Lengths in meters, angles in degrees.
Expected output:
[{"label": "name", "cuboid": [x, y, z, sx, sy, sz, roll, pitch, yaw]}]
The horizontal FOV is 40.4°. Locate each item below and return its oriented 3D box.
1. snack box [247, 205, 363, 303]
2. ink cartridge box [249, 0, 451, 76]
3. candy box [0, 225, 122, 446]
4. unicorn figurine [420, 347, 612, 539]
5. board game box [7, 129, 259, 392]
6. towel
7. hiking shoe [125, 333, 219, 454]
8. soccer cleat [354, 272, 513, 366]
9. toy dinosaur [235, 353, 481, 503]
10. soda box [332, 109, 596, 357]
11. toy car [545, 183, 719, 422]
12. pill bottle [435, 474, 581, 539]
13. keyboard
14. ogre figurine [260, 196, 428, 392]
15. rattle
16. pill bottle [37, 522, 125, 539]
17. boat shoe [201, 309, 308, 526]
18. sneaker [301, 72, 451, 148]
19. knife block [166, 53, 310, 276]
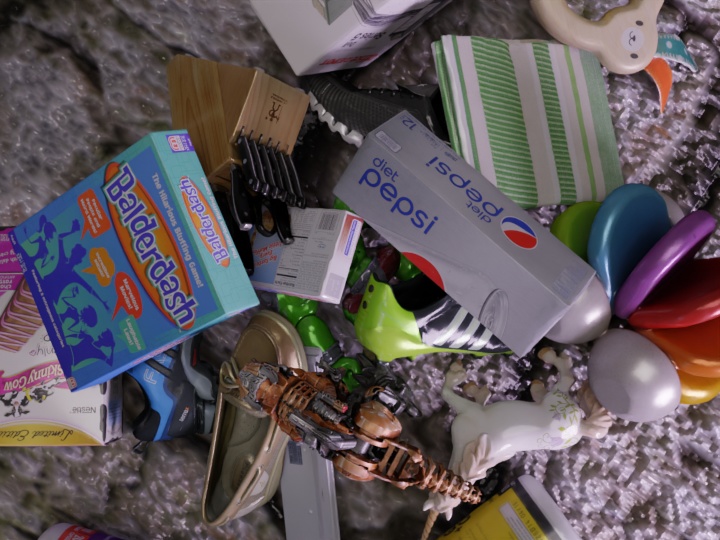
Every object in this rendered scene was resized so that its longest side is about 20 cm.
[{"label": "snack box", "cuboid": [-0.076, -0.019, 0.840, 0.024, 0.200, 0.072, 21, 82, -38]}, {"label": "ink cartridge box", "cuboid": [0.027, -0.256, 0.825, 0.200, 0.145, 0.084, -33, 88, 30]}, {"label": "candy box", "cuboid": [-0.293, 0.060, 0.905, 0.136, 0.061, 0.201, -1, 87, 3]}, {"label": "unicorn figurine", "cuboid": [0.120, 0.136, 0.842, 0.199, 0.138, 0.074, -23, 123, 14]}, {"label": "board game box", "cuboid": [-0.192, -0.003, 0.803, 0.200, 0.045, 0.153, -27, 85, 33]}, {"label": "towel", "cuboid": [0.150, -0.129, 0.850, 0.200, 0.023, 0.153, -8, 86, -39]}, {"label": "hiking shoe", "cuboid": [-0.186, 0.058, 0.883, 0.086, 0.074, 0.201, -13, 85, -17]}, {"label": "soccer cleat", "cuboid": [0.087, 0.032, 0.839, 0.199, 0.068, 0.081, -4, 118, -32]}, {"label": "toy dinosaur", "cuboid": [-0.004, 0.132, 0.777, 0.102, 0.136, 0.200, -41, 87, 7]}, {"label": "soda box", "cuboid": [0.079, -0.030, 0.761, 0.200, 0.063, 0.068, 42, 130, 7]}, {"label": "toy car", "cuboid": [0.247, 0.012, 0.807, 0.175, 0.150, 0.200, -35, 79, -28]}, {"label": "pill bottle", "cuboid": [0.100, 0.277, 0.843, 0.200, 0.112, 0.112, -37, 85, 0]}, {"label": "keyboard", "cuboid": [-0.051, 0.163, 0.874, 0.056, 0.011, 0.201, 3, 105, 31]}, {"label": "ogre figurine", "cuboid": [0.000, 0.000, 0.875, 0.120, 0.098, 0.200, 38, 101, -7]}, {"label": "rattle", "cuboid": [0.238, -0.227, 0.827, 0.130, 0.143, 0.200, -36, 98, -20]}, {"label": "pill bottle", "cuboid": [-0.196, 0.300, 0.860, 0.199, 0.112, 0.113, 14, 88, 4]}, {"label": "boat shoe", "cuboid": [-0.098, 0.131, 0.849, 0.073, 0.063, 0.201, 28, 118, 23]}, {"label": "sneaker", "cuboid": [0.035, -0.137, 0.872, 0.200, 0.066, 0.091, 40, 111, 22]}, {"label": "knife block", "cuboid": [-0.121, -0.088, 0.847, 0.200, 0.064, 0.176, 23, 92, 47]}]
